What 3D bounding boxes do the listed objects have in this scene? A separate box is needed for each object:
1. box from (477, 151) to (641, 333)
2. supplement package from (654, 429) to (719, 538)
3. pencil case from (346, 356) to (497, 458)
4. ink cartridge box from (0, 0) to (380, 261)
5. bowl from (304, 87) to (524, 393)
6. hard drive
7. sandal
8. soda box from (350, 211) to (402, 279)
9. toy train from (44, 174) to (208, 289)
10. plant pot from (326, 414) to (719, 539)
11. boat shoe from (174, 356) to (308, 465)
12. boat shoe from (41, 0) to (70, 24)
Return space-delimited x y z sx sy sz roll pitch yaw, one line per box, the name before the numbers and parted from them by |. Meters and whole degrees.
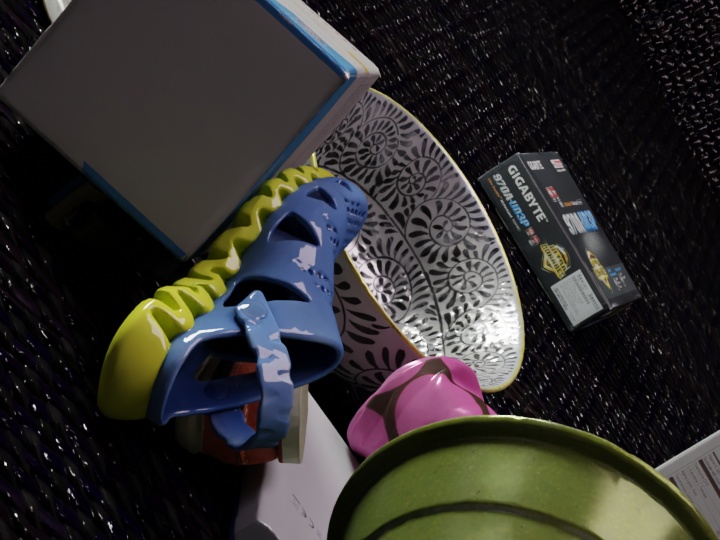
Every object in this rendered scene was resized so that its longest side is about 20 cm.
box | 0.180 -0.027 2.683 0.159 0.046 0.200 60 13 5
supplement package | 0.209 0.200 1.885 0.151 0.199 0.152 60 13 9
pencil case | 0.086 0.133 1.615 0.200 0.091 0.093 47 32 23
ink cartridge box | -0.081 -0.095 1.539 0.128 0.125 0.200 42 6 2
bowl | 0.000 0.000 1.760 0.201 0.094 0.201 43 30 -33
hard drive | -0.018 0.140 1.550 0.132 0.025 0.200 55 13 -16
sandal | -0.044 0.024 1.436 0.087 0.080 0.200 29 44 11
soda box | -0.050 -0.075 1.858 0.200 0.064 0.068 56 13 -9
toy train | -0.109 -0.016 1.552 0.046 0.034 0.200 59 11 19
plant pot | 0.056 0.200 1.336 0.200 0.199 0.190 53 33 -20
boat shoe | -0.056 0.043 1.541 0.200 0.062 0.072 -85 174 -68
boat shoe | -0.140 -0.161 1.693 0.201 0.069 0.071 63 12 18
